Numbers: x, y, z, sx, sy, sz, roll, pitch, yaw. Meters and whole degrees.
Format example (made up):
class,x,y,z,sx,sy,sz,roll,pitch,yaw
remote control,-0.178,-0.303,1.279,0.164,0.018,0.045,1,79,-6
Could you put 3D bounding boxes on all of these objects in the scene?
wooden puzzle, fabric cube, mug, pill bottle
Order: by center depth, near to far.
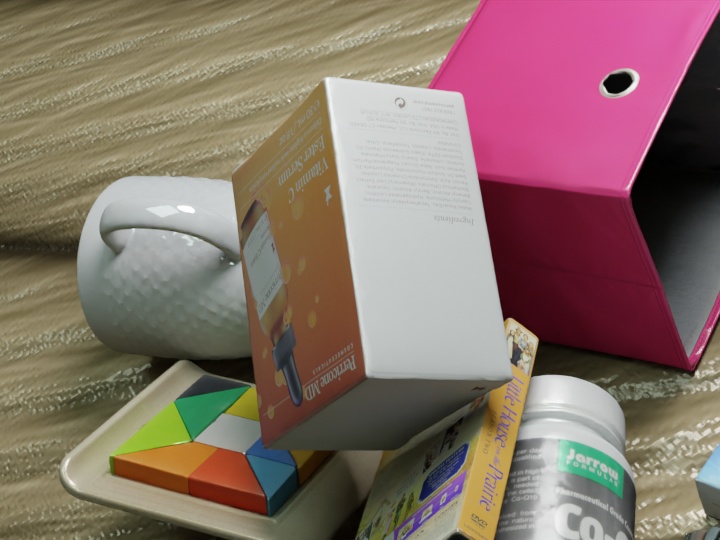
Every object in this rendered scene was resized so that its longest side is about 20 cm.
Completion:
class,x,y,z,sx,sy,sz,roll,pitch,yaw
pill bottle,0.121,0.173,1.043,0.112,0.113,0.201,-9,43,19
wooden puzzle,-0.088,0.128,1.171,0.199,0.037,0.185,15,29,21
fabric cube,0.168,-0.074,1.193,0.199,0.200,0.197,11,56,34
mug,-0.125,-0.009,1.278,0.174,0.200,0.148,4,71,28

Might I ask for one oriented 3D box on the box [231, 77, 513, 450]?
class,x,y,z,sx,sy,sz,roll,pitch,yaw
box,0.001,0.001,1.051,0.152,0.106,0.201,-39,54,53

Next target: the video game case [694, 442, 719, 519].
class,x,y,z,sx,sy,sz,roll,pitch,yaw
video game case,0.347,0.105,1.050,0.181,0.046,0.200,21,61,39

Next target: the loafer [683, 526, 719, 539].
class,x,y,z,sx,sy,sz,roll,pitch,yaw
loafer,0.185,0.246,0.982,0.063,0.072,0.201,-6,49,29

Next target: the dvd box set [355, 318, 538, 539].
class,x,y,z,sx,sy,sz,roll,pitch,yaw
dvd box set,0.048,0.138,1.043,0.146,0.029,0.200,-46,14,36

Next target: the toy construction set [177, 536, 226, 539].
class,x,y,z,sx,sy,sz,roll,pitch,yaw
toy construction set,-0.136,0.216,1.159,0.131,0.092,0.200,-18,30,47
